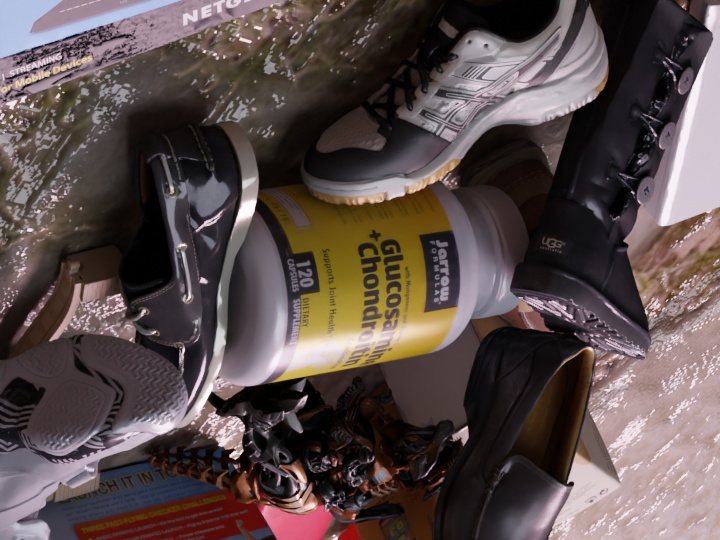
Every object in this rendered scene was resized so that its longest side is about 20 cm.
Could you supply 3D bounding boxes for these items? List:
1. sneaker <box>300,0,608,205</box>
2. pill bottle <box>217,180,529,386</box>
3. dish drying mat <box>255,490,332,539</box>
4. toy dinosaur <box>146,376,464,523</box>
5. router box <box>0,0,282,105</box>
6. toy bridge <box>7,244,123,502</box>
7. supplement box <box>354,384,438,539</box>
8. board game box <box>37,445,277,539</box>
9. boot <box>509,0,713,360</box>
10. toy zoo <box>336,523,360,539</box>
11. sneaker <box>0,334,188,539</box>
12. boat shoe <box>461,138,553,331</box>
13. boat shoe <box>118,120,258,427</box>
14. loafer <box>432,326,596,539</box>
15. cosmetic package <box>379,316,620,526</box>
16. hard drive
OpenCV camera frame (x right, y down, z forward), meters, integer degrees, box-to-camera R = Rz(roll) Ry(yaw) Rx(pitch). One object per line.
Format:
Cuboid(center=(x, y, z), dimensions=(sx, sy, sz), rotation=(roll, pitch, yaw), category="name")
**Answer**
Cuboid(center=(0.047, -0.113, 1.464), dimensions=(0.199, 0.076, 0.088), rotation=(-29, 130, -13), category="sneaker")
Cuboid(center=(0.000, 0.000, 1.508), dimensions=(0.199, 0.112, 0.112), rotation=(-9, 139, -33), category="pill bottle")
Cuboid(center=(-0.066, 0.209, 1.792), dimensions=(0.076, 0.018, 0.201), rotation=(-10, 138, -36), category="dish drying mat")
Cuboid(center=(-0.038, 0.112, 1.589), dimensions=(0.198, 0.102, 0.136), rotation=(-18, 123, 1), category="toy dinosaur")
Cuboid(center=(-0.128, -0.171, 1.241), dimensions=(0.199, 0.051, 0.150), rotation=(-23, 143, -17), category="router box")
Cuboid(center=(-0.181, 0.065, 1.508), dimensions=(0.067, 0.027, 0.201), rotation=(-15, 140, -27), category="toy bridge")
Cuboid(center=(0.040, 0.167, 1.661), dimensions=(0.067, 0.200, 0.069), rotation=(-44, 125, 15), category="supplement box")
Cuboid(center=(-0.135, 0.218, 1.583), dimensions=(0.199, 0.196, 0.056), rotation=(-10, 140, -31), category="board game box")
Cuboid(center=(0.165, -0.058, 1.560), dimensions=(0.165, 0.065, 0.201), rotation=(41, 65, -65), category="boot")
Cuboid(center=(0.030, 0.195, 1.841), dimensions=(0.131, 0.020, 0.200), rotation=(5, 130, -54), category="toy zoo")
Cuboid(center=(-0.181, 0.104, 1.461), dimensions=(0.198, 0.076, 0.115), rotation=(-11, 142, 14), category="sneaker")
Cuboid(center=(0.115, -0.002, 1.640), dimensions=(0.075, 0.072, 0.200), rotation=(-33, 146, -2), category="boat shoe")
Cuboid(center=(-0.112, 0.006, 1.437), dimensions=(0.067, 0.072, 0.201), rotation=(-12, 131, -32), category="boat shoe")
Cuboid(center=(0.096, 0.130, 1.543), dimensions=(0.072, 0.202, 0.072), rotation=(19, 164, -39), category="loafer")
Cuboid(center=(0.093, 0.094, 1.705), dimensions=(0.071, 0.106, 0.200), rotation=(-32, 149, 14), category="cosmetic package")
Cuboid(center=(0.260, -0.124, 1.659), dimensions=(0.131, 0.026, 0.201), rotation=(-20, 143, -21), category="hard drive")
